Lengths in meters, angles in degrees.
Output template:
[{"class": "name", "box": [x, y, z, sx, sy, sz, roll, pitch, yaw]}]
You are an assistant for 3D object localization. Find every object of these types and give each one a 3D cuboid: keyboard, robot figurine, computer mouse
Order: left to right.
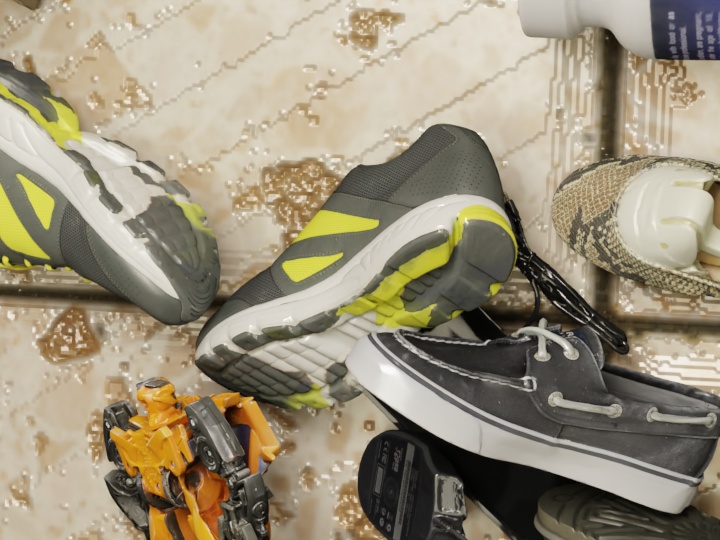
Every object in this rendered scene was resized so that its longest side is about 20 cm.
[{"class": "robot figurine", "box": [-0.064, 0.144, 1.378, 0.058, 0.145, 0.201, -24, 99, -31]}, {"class": "computer mouse", "box": [0.056, 0.125, 1.332, 0.034, 0.200, 0.059, 3, 105, -29]}, {"class": "keyboard", "box": [0.069, 0.043, 1.390, 0.200, 0.021, 0.127, 45, 107, 2]}]

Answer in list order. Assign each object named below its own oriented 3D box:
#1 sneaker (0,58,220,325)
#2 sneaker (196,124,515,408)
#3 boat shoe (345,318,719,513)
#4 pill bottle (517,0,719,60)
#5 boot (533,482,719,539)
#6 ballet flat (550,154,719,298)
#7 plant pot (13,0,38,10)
[{"class": "sneaker", "box": [-0.151, -0.028, 1.391, 0.200, 0.074, 0.085, 42, 115, 25]}, {"class": "sneaker", "box": [0.000, 0.000, 1.352, 0.200, 0.085, 0.074, -28, 132, 34]}, {"class": "boat shoe", "box": [0.088, 0.055, 1.307, 0.199, 0.072, 0.068, 21, 106, -24]}, {"class": "pill bottle", "box": [0.176, -0.156, 1.300, 0.199, 0.116, 0.116, 1, 96, 10]}, {"class": "boot", "box": [0.152, 0.221, 1.366, 0.181, 0.073, 0.201, 22, 118, 22]}, {"class": "ballet flat", "box": [0.188, -0.014, 1.333, 0.199, 0.075, 0.068, 19, 83, 8]}, {"class": "plant pot", "box": [-0.220, -0.261, 1.331, 0.199, 0.200, 0.178, 28, 89, 6]}]
